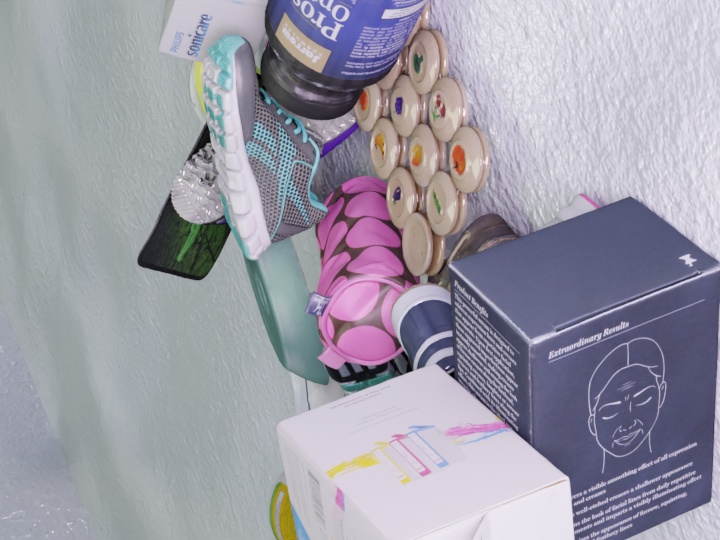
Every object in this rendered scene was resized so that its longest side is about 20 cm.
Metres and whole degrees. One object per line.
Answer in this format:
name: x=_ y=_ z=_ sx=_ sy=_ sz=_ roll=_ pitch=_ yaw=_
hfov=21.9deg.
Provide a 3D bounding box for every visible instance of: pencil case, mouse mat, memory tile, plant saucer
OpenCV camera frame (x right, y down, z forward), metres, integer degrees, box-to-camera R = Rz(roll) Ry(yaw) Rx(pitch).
pencil case: x=0.000 y=0.000 z=1.547 sx=0.094 sy=0.090 sz=0.200 roll=-54 pitch=15 yaw=22
mouse mat: x=-0.128 y=-0.084 z=1.698 sx=0.007 sy=0.201 sz=0.161 roll=28 pitch=-176 yaw=19
memory tile: x=0.043 y=-0.110 z=1.459 sx=0.154 sy=0.017 sz=0.201 roll=117 pitch=142 yaw=-48
plant saucer: x=-0.078 y=0.017 z=1.745 sx=0.200 sy=0.036 sz=0.202 roll=161 pitch=90 yaw=-82

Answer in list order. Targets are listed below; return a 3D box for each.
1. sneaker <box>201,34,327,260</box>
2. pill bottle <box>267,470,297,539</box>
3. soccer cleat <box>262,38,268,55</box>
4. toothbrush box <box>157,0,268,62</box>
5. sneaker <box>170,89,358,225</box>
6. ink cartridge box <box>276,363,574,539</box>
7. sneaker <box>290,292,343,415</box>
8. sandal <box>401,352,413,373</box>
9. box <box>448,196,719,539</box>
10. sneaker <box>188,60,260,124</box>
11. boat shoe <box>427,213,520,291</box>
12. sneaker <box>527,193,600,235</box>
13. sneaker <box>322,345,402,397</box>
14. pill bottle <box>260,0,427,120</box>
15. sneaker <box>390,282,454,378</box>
sneaker: x=-0.076 y=-0.109 z=1.534 sx=0.078 sy=0.091 sz=0.201 roll=-124 pitch=21 yaw=-51
pill bottle: x=-0.011 y=0.257 z=1.865 sx=0.200 sy=0.110 sz=0.112 roll=15 pitch=121 yaw=66
soccer cleat: x=-0.048 y=-0.197 z=1.620 sx=0.077 sy=0.066 sz=0.201 roll=-98 pitch=13 yaw=-45
toothbrush box: x=-0.107 y=-0.291 z=1.553 sx=0.146 sy=0.085 sz=0.202 roll=128 pitch=152 yaw=-66
sneaker: x=-0.072 y=-0.107 z=1.637 sx=0.070 sy=0.199 sz=0.100 roll=58 pitch=-175 yaw=14
ink cartridge box: x=0.049 y=0.172 z=1.191 sx=0.200 sy=0.124 sz=0.129 roll=39 pitch=144 yaw=55
sneaker: x=-0.029 y=0.116 z=1.861 sx=0.073 sy=0.070 sz=0.202 roll=48 pitch=-147 yaw=-67
sandal: x=0.056 y=0.086 z=1.642 sx=0.200 sy=0.043 sz=0.077 roll=52 pitch=152 yaw=42
box: x=0.149 y=0.078 z=1.244 sx=0.107 sy=0.147 sz=0.201 roll=45 pitch=147 yaw=48
sneaker: x=-0.098 y=-0.135 z=1.812 sx=0.201 sy=0.078 sz=0.090 roll=64 pitch=159 yaw=-11
boat shoe: x=0.090 y=0.022 z=1.480 sx=0.200 sy=0.074 sz=0.074 roll=123 pitch=136 yaw=-54
sneaker: x=0.134 y=0.044 z=1.338 sx=0.081 sy=0.088 sz=0.201 roll=44 pitch=147 yaw=51
sneaker: x=0.012 y=0.090 z=1.722 sx=0.201 sy=0.074 sz=0.088 roll=72 pitch=-172 yaw=-51
pill bottle: x=-0.008 y=-0.208 z=1.408 sx=0.112 sy=0.111 sz=0.200 roll=61 pitch=147 yaw=24
sneaker: x=0.097 y=0.105 z=1.400 sx=0.200 sy=0.070 sz=0.109 roll=48 pitch=-170 yaw=-36
